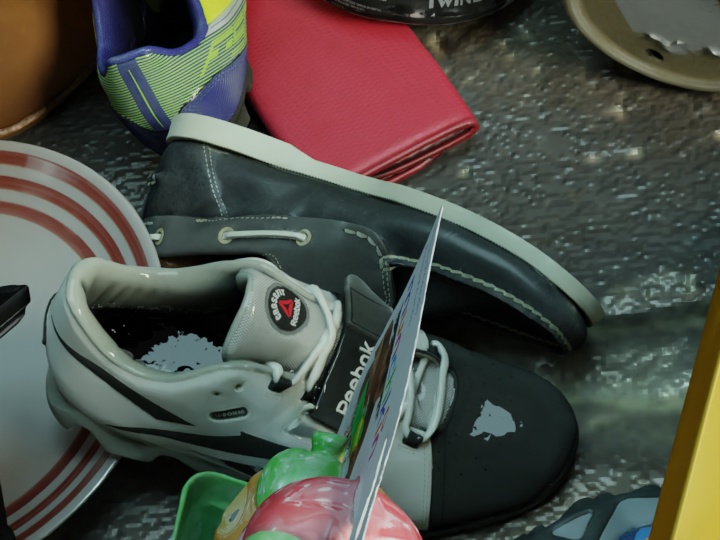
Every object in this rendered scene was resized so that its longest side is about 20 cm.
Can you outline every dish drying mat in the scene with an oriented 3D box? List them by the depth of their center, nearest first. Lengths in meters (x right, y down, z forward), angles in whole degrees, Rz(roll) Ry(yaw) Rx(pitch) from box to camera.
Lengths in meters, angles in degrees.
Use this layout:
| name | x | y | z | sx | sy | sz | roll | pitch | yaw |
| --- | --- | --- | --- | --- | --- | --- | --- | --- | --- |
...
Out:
| name | x | y | z | sx | sy | sz | roll | pitch | yaw |
| --- | --- | --- | --- | --- | --- | --- | --- | --- | --- |
| dish drying mat | -0.024 | -0.104 | 1.020 | 0.076 | 0.018 | 0.200 | -27 | 49 | -8 |

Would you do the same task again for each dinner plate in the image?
| name | x | y | z | sx | sy | sz | roll | pitch | yaw |
| --- | --- | --- | --- | --- | --- | --- | --- | --- | --- |
| dinner plate | -0.168 | 0.038 | 0.911 | 0.198 | 0.024 | 0.202 | -7 | 57 | 11 |

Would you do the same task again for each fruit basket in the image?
| name | x | y | z | sx | sy | sz | roll | pitch | yaw |
| --- | --- | --- | --- | --- | --- | --- | --- | --- | --- |
| fruit basket | -0.025 | 0.104 | 0.709 | 0.093 | 0.201 | 0.186 | 15 | 52 | -1 |

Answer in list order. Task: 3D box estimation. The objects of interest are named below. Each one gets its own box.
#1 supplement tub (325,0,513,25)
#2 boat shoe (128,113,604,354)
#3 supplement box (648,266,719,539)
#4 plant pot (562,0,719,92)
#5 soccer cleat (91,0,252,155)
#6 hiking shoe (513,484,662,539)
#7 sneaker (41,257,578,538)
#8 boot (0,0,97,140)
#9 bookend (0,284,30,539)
| name | x | y | z | sx | sy | sz | roll | pitch | yaw |
| --- | --- | --- | --- | --- | --- | --- | --- | --- | --- |
| supplement tub | 0.027 | -0.214 | 0.968 | 0.121 | 0.201 | 0.123 | 2 | 42 | -2 |
| boat shoe | 0.000 | 0.000 | 0.896 | 0.199 | 0.072 | 0.068 | 19 | 74 | 26 |
| supplement box | 0.196 | 0.051 | 0.671 | 0.198 | 0.133 | 0.199 | 16 | 76 | 6 |
| plant pot | 0.158 | -0.182 | 0.950 | 0.186 | 0.188 | 0.201 | 14 | 67 | 25 |
| soccer cleat | -0.081 | -0.141 | 1.001 | 0.064 | 0.084 | 0.201 | -17 | 51 | 18 |
| hiking shoe | 0.109 | 0.114 | 0.752 | 0.199 | 0.075 | 0.087 | -28 | 48 | -11 |
| sneaker | -0.018 | 0.040 | 0.825 | 0.198 | 0.089 | 0.075 | 9 | 61 | 1 |
| boot | -0.167 | -0.103 | 0.948 | 0.199 | 0.155 | 0.077 | -23 | 84 | -23 |
| bookend | -0.167 | 0.127 | 0.772 | 0.091 | 0.202 | 0.199 | -5 | 12 | 11 |
